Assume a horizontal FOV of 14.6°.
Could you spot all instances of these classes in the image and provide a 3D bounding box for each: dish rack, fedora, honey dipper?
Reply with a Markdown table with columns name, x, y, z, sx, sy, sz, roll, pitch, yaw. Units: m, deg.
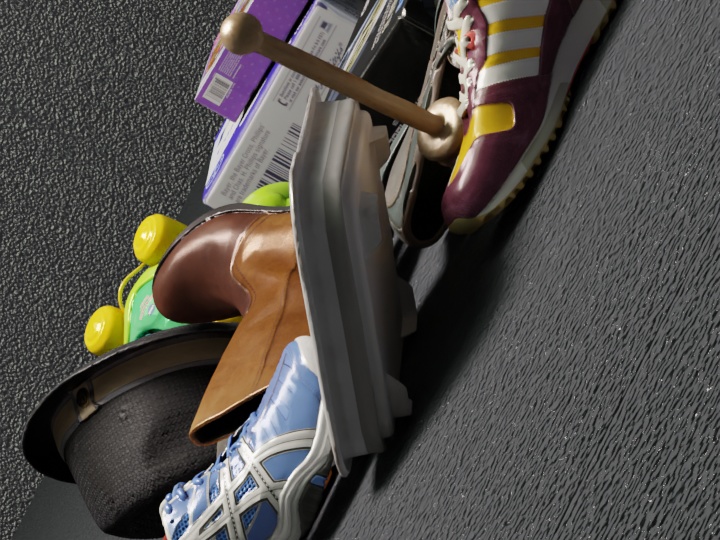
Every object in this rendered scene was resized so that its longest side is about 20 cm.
| name | x | y | z | sx | sy | sz | roll | pitch | yaw |
| --- | --- | --- | --- | --- | --- | --- | --- | --- | --- |
| dish rack | 0.000 | 0.000 | 1.515 | 0.200 | 0.043 | 0.172 | -84 | -16 | -69 |
| fedora | -0.124 | 0.119 | 1.877 | 0.201 | 0.200 | 0.092 | -53 | 48 | 48 |
| honey dipper | 0.002 | -0.095 | 1.513 | 0.038 | 0.200 | 0.038 | -27 | 53 | 42 |

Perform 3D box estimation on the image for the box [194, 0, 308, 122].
| name | x | y | z | sx | sy | sz | roll | pitch | yaw |
| --- | --- | --- | --- | --- | --- | --- | --- | --- | --- |
| box | -0.054 | -0.221 | 2.110 | 0.200 | 0.039 | 0.137 | -57 | 10 | 22 |

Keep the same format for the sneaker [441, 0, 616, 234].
| name | x | y | z | sx | sy | sz | roll | pitch | yaw |
| --- | --- | --- | --- | --- | --- | --- | --- | --- | --- |
| sneaker | 0.072 | -0.117 | 1.509 | 0.200 | 0.090 | 0.075 | -64 | 8 | -18 |

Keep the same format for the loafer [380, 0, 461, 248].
| name | x | y | z | sx | sy | sz | roll | pitch | yaw |
| --- | --- | --- | --- | --- | --- | --- | --- | --- | --- |
| loafer | 0.068 | -0.103 | 1.600 | 0.063 | 0.072 | 0.200 | -104 | 34 | -68 |

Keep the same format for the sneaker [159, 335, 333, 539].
| name | x | y | z | sx | sy | sz | roll | pitch | yaw |
| --- | --- | --- | --- | --- | --- | --- | --- | --- | --- |
| sneaker | -0.067 | 0.128 | 1.542 | 0.076 | 0.077 | 0.200 | 160 | 131 | -81 |

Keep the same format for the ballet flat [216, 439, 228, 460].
| name | x | y | z | sx | sy | sz | roll | pitch | yaw |
| --- | --- | --- | --- | --- | --- | --- | --- | --- | --- |
| ballet flat | -0.034 | 0.052 | 1.801 | 0.067 | 0.046 | 0.200 | 17 | 82 | 45 |

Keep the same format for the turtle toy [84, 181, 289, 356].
| name | x | y | z | sx | sy | sz | roll | pitch | yaw |
| --- | --- | --- | --- | --- | --- | --- | --- | --- | --- |
| turtle toy | -0.094 | 0.024 | 1.985 | 0.200 | 0.146 | 0.101 | -61 | 29 | 9 |

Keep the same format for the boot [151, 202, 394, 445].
| name | x | y | z | sx | sy | sz | roll | pitch | yaw |
| --- | --- | --- | --- | --- | --- | --- | --- | --- | --- |
| boot | -0.068 | 0.041 | 1.712 | 0.188 | 0.069 | 0.200 | -15 | 35 | 24 |

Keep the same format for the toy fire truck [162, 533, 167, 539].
| name | x | y | z | sx | sy | sz | roll | pitch | yaw |
| --- | --- | --- | --- | --- | --- | --- | --- | --- | --- |
| toy fire truck | -0.127 | 0.246 | 1.696 | 0.141 | 0.049 | 0.200 | -59 | 9 | 19 |

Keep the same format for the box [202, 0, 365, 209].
| name | x | y | z | sx | sy | sz | roll | pitch | yaw |
| --- | --- | --- | --- | --- | --- | --- | --- | --- | --- |
| box | -0.033 | -0.128 | 2.163 | 0.184 | 0.105 | 0.200 | -59 | 8 | 14 |

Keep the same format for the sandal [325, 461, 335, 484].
| name | x | y | z | sx | sy | sz | roll | pitch | yaw |
| --- | --- | --- | --- | --- | --- | --- | --- | --- | --- |
| sandal | -0.071 | 0.154 | 1.613 | 0.207 | 0.059 | 0.079 | -64 | 8 | -16 |

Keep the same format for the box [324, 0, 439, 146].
| name | x | y | z | sx | sy | sz | roll | pitch | yaw |
| --- | --- | --- | --- | --- | --- | --- | --- | --- | --- |
| box | 0.052 | -0.154 | 1.779 | 0.164 | 0.086 | 0.200 | -54 | 11 | 47 |
